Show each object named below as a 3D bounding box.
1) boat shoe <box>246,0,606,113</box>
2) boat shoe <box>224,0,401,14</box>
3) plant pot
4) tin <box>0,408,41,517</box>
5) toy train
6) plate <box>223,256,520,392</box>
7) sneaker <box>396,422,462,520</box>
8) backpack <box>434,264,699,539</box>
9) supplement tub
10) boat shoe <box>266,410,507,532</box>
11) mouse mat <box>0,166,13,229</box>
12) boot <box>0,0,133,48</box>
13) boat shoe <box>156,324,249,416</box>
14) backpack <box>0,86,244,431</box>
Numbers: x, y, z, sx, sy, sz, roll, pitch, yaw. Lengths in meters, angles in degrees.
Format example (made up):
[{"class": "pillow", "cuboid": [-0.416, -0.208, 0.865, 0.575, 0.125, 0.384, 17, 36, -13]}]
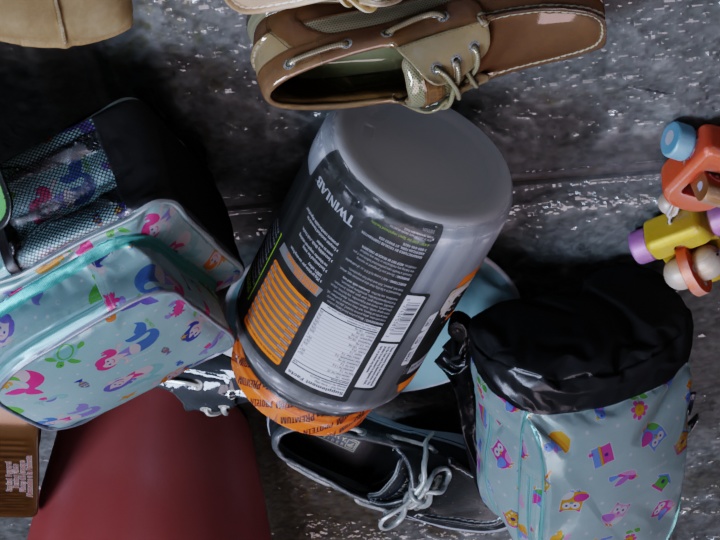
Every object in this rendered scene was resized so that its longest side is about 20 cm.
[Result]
[{"class": "boat shoe", "cuboid": [0.037, -0.120, 1.238, 0.199, 0.074, 0.076, -5, 146, 6]}, {"class": "boat shoe", "cuboid": [0.006, -0.172, 1.164, 0.200, 0.069, 0.074, -20, 142, 25]}, {"class": "plant pot", "cuboid": [-0.150, 0.189, 1.600, 0.200, 0.178, 0.201, -1, 146, -1]}, {"class": "tin", "cuboid": [-0.233, 0.090, 1.511, 0.042, 0.112, 0.200, -1, 147, -9]}, {"class": "toy train", "cuboid": [0.255, -0.022, 1.406, 0.200, 0.056, 0.150, 18, 142, -25]}, {"class": "plate", "cuboid": [0.008, 0.022, 1.493, 0.200, 0.026, 0.200, -1, 145, 0]}, {"class": "sneaker", "cuboid": [0.088, 0.153, 1.644, 0.199, 0.076, 0.077, 3, 167, 11]}, {"class": "backpack", "cuboid": [0.141, 0.110, 1.477, 0.166, 0.127, 0.200, -12, 130, -15]}, {"class": "supplement tub", "cuboid": [0.000, 0.000, 1.344, 0.122, 0.123, 0.200, 13, 133, -19]}, {"class": "boat shoe", "cuboid": [0.028, 0.139, 1.548, 0.199, 0.068, 0.074, 29, 110, -16]}, {"class": "mouse mat", "cuboid": [-0.289, -0.066, 1.259, 0.200, 0.161, 0.008, -24, 175, 30]}, {"class": "boot", "cuboid": [-0.132, -0.193, 1.141, 0.175, 0.066, 0.200, 10, 146, 5]}, {"class": "boat shoe", "cuboid": [-0.105, 0.062, 1.459, 0.200, 0.060, 0.076, 19, -172, 15]}, {"class": "backpack", "cuboid": [-0.179, 0.005, 1.313, 0.200, 0.151, 0.178, -20, 159, 8]}]
